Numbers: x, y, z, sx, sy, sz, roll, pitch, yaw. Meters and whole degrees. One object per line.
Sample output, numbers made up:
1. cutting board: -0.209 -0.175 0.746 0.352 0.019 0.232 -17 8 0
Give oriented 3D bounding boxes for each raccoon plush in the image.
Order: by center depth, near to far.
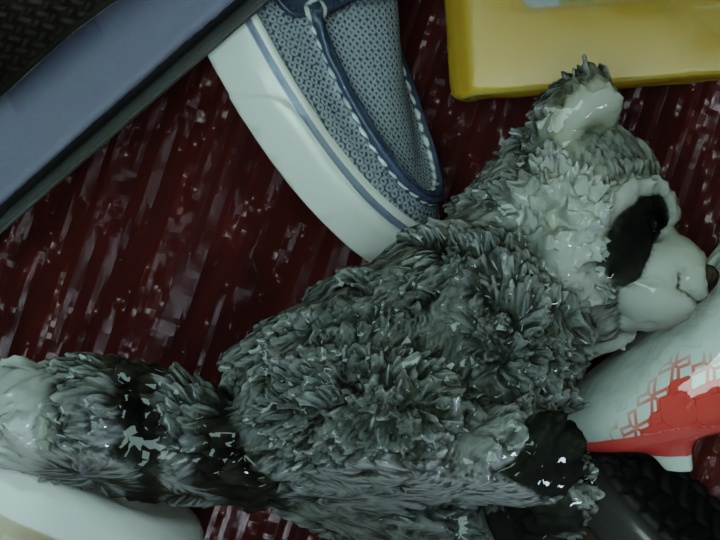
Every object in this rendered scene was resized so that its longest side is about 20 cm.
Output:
1. raccoon plush: 0.000 0.000 0.821 0.199 0.097 0.134 14 67 -13

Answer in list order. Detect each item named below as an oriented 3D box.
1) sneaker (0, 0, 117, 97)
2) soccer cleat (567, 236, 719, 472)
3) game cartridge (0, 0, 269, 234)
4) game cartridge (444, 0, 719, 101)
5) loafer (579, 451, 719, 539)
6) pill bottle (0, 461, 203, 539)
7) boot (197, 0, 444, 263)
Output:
1. sneaker: -0.122 -0.096 0.833 0.200 0.073 0.085 -29 68 19
2. soccer cleat: 0.140 -0.013 0.864 0.200 0.069 0.085 -27 107 6
3. game cartridge: -0.107 -0.095 0.874 0.200 0.038 0.130 -39 78 24
4. game cartridge: 0.107 -0.157 0.893 0.176 0.032 0.201 -5 91 6
5. loafer: 0.125 0.142 0.881 0.200 0.073 0.071 48 115 12
6. pill bottle: -0.136 0.142 0.880 0.111 0.111 0.200 26 93 5
7. boot: -0.008 -0.106 0.877 0.090 0.073 0.200 -30 87 20
